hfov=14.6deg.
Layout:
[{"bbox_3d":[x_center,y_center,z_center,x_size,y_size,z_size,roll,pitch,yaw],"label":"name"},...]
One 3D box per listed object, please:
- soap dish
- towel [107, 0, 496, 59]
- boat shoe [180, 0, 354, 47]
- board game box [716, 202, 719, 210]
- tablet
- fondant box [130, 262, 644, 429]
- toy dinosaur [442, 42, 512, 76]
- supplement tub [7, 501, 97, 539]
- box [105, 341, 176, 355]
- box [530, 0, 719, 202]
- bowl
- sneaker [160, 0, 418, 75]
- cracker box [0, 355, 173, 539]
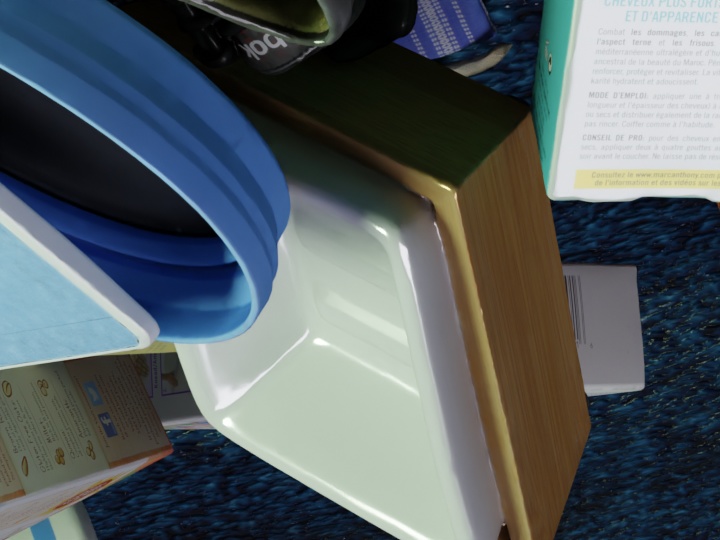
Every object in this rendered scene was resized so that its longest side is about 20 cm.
[{"bbox_3d":[0.000,0.000,0.975,0.081,0.157,0.200,-44,143,-25],"label":"soap dish"},{"bbox_3d":[-0.053,-0.076,1.040,0.200,0.024,0.145,-21,160,5],"label":"towel"},{"bbox_3d":[-0.063,-0.106,0.694,0.072,0.066,0.201,-16,158,36],"label":"boat shoe"},{"bbox_3d":[0.264,-0.064,1.093,0.200,0.200,0.200,-13,158,-15],"label":"board game box"},{"bbox_3d":[-0.170,-0.005,0.942,0.200,0.014,0.130,-10,137,47],"label":"tablet"},{"bbox_3d":[0.003,0.035,1.223,0.144,0.058,0.200,1,171,-40],"label":"fondant box"},{"bbox_3d":[0.019,-0.036,1.171,0.088,0.047,0.200,-32,162,-11],"label":"toy dinosaur"},{"bbox_3d":[-0.228,0.181,1.379,0.200,0.132,0.132,-12,158,-19],"label":"supplement tub"},{"bbox_3d":[-0.121,0.002,1.087,0.200,0.050,0.075,-3,163,-17],"label":"box"},{"bbox_3d":[0.102,-0.113,0.822,0.082,0.049,0.200,1,128,-7],"label":"box"},{"bbox_3d":[-0.113,-0.046,0.882,0.201,0.039,0.201,24,160,10],"label":"bowl"},{"bbox_3d":[-0.045,-0.113,0.852,0.071,0.098,0.200,-28,156,27],"label":"sneaker"},{"bbox_3d":[-0.177,0.088,1.123,0.134,0.058,0.200,-27,175,18],"label":"cracker box"}]
